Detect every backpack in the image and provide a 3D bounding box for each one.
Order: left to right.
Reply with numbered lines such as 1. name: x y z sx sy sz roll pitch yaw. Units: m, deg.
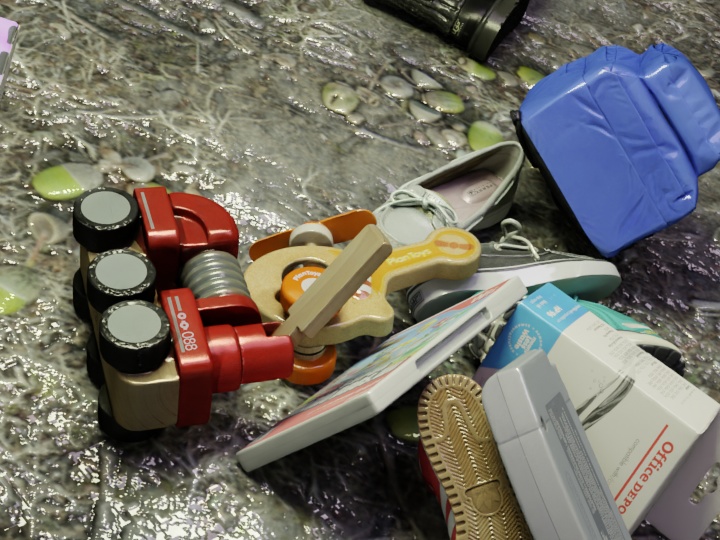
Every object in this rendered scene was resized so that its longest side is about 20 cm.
1. backpack: 0.236 -0.116 1.371 0.163 0.167 0.200 63 10 -9

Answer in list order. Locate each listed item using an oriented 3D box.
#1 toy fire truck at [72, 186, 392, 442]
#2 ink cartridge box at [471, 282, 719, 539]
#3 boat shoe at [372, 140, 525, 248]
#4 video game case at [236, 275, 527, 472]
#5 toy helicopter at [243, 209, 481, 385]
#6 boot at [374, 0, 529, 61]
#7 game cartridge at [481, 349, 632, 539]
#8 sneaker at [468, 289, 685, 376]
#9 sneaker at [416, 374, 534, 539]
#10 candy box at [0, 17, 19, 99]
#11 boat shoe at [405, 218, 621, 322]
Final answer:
1. toy fire truck: -0.092 0.009 1.071 0.199 0.129 0.176 -6 45 -17
2. ink cartridge box: 0.179 0.117 1.126 0.200 0.116 0.068 36 25 15
3. boat shoe: 0.074 -0.059 1.323 0.074 0.065 0.202 42 41 21
4. video game case: 0.018 0.071 1.087 0.200 0.143 0.017 -33 93 -48
5. toy helicopter: 0.000 0.000 1.185 0.199 0.079 0.132 -15 44 -25
6. boot: 0.105 -0.318 1.633 0.157 0.080 0.211 30 38 7
7. game cartridge: 0.139 0.154 1.025 0.201 0.040 0.133 67 13 3
8. sneaker: 0.166 0.057 1.248 0.199 0.078 0.080 16 24 -23
9. sneaker: 0.085 0.174 1.055 0.071 0.112 0.201 -13 80 1
10. candy box: -0.363 -0.133 1.170 0.167 0.072 0.200 15 38 -13
11. boat shoe: 0.123 0.000 1.276 0.198 0.074 0.068 -7 61 -21
